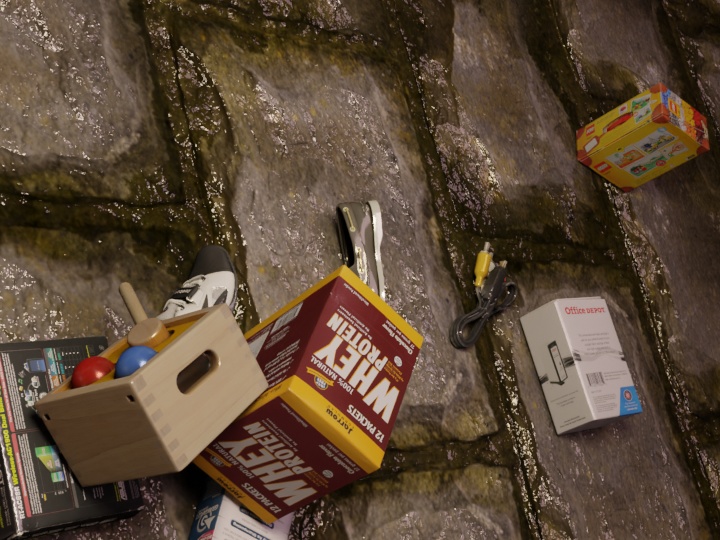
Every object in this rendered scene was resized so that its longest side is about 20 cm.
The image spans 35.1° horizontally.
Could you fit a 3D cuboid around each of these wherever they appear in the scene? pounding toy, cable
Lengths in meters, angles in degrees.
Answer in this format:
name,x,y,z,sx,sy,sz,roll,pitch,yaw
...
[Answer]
name,x,y,z,sx,sy,sz,roll,pitch,yaw
pounding toy,-0.217,0.101,1.169,0.200,0.183,0.143,-43,111,-49
cable,0.189,0.056,1.787,0.097,0.050,0.201,54,52,-32

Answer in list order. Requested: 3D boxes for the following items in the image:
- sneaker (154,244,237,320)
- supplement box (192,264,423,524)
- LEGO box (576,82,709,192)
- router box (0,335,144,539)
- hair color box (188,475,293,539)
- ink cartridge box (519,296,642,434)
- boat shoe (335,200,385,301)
name,x,y,z,sx,sy,sz,roll,pitch,yaw
sneaker,-0.203,0.049,1.366,0.088,0.074,0.202,24,52,-35
supplement box,-0.061,0.140,1.272,0.133,0.197,0.201,42,40,-17
LEGO box,0.533,-0.247,2.154,0.148,0.199,0.078,27,52,-32
router box,-0.323,0.173,1.188,0.149,0.062,0.202,0,68,-46
hair color box,-0.134,0.280,1.314,0.100,0.060,0.201,34,47,-25
ink cartridge box,0.358,0.152,1.847,0.145,0.084,0.202,0,67,-44
boat shoe,-0.001,0.001,1.598,0.060,0.072,0.204,0,77,-13
